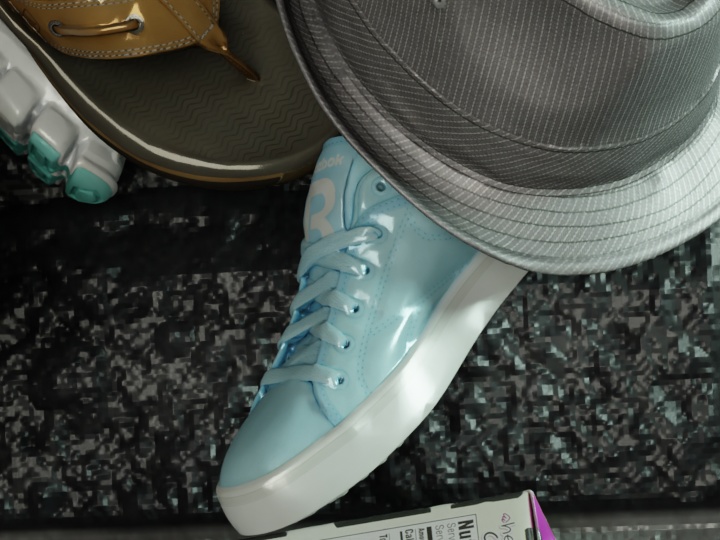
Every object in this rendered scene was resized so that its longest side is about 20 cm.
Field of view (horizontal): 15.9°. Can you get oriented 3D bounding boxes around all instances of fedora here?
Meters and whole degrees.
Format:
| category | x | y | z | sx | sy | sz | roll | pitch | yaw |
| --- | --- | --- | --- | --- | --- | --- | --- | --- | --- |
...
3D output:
| category | x | y | z | sx | sy | sz | roll | pitch | yaw |
| --- | --- | --- | --- | --- | --- | --- | --- | --- | --- |
| fedora | 0.063 | -0.108 | 0.863 | 0.176 | 0.090 | 0.200 | -20 | 68 | -23 |

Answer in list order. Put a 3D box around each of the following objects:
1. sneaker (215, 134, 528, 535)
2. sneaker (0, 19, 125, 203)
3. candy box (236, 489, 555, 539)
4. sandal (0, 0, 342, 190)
| category | x | y | z | sx | sy | sz | roll | pitch | yaw |
| --- | --- | --- | --- | --- | --- | --- | --- | --- | --- |
| sneaker | 0.000 | 0.000 | 0.885 | 0.082 | 0.074 | 0.200 | 47 | 58 | -15 |
| sneaker | -0.135 | -0.120 | 0.954 | 0.091 | 0.078 | 0.200 | -42 | 86 | -11 |
| candy box | -0.022 | 0.140 | 0.893 | 0.199 | 0.136 | 0.061 | -9 | 64 | 9 |
| sandal | -0.086 | -0.106 | 0.893 | 0.082 | 0.055 | 0.200 | -42 | 87 | -19 |
